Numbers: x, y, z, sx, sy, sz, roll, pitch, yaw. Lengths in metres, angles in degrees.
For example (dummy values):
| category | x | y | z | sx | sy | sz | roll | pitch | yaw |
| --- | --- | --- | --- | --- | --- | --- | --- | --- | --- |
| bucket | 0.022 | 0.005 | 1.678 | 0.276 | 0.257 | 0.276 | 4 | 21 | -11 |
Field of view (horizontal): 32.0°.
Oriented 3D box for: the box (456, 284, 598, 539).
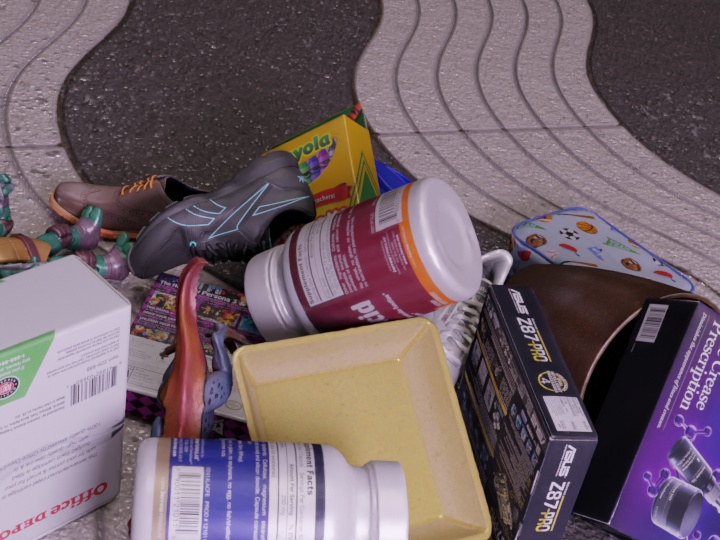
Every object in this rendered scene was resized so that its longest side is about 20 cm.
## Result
| category | x | y | z | sx | sy | sz | roll | pitch | yaw |
| --- | --- | --- | --- | --- | --- | --- | --- | --- | --- |
| box | 0.137 | 0.136 | 1.099 | 0.049 | 0.162 | 0.201 | 3 | 35 | -15 |

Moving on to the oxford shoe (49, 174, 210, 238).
| category | x | y | z | sx | sy | sz | roll | pitch | yaw |
| --- | --- | --- | --- | --- | --- | --- | --- | --- | --- |
| oxford shoe | -0.232 | -0.076 | 1.340 | 0.198 | 0.073 | 0.072 | 10 | 36 | -4 |

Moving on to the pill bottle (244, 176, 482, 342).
| category | x | y | z | sx | sy | sz | roll | pitch | yaw |
| --- | --- | --- | --- | --- | --- | --- | --- | --- | --- |
| pill bottle | 0.000 | 0.000 | 1.141 | 0.199 | 0.115 | 0.114 | -20 | 24 | 27 |

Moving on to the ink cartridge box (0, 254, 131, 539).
| category | x | y | z | sx | sy | sz | roll | pitch | yaw |
| --- | --- | --- | --- | --- | --- | --- | --- | --- | --- |
| ink cartridge box | -0.262 | 0.109 | 0.970 | 0.145 | 0.201 | 0.084 | -22 | 45 | -40 |

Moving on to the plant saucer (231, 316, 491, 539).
| category | x | y | z | sx | sy | sz | roll | pitch | yaw |
| --- | --- | --- | --- | --- | --- | --- | --- | --- | --- |
| plant saucer | -0.005 | 0.153 | 1.065 | 0.198 | 0.048 | 0.202 | -8 | 75 | -28 |

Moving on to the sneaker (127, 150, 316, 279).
| category | x | y | z | sx | sy | sz | roll | pitch | yaw |
| --- | --- | --- | --- | --- | --- | --- | --- | --- | --- |
| sneaker | -0.136 | -0.041 | 1.234 | 0.199 | 0.075 | 0.080 | -31 | 74 | -5 |

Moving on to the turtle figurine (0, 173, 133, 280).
| category | x | y | z | sx | sy | sz | roll | pitch | yaw |
| --- | --- | --- | --- | --- | --- | --- | --- | --- | --- |
| turtle figurine | -0.326 | -0.023 | 1.217 | 0.199 | 0.101 | 0.150 | -4 | 51 | -48 |

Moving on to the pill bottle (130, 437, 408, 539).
| category | x | y | z | sx | sy | sz | roll | pitch | yaw |
| --- | --- | --- | --- | --- | --- | --- | --- | --- | --- |
| pill bottle | -0.068 | 0.186 | 0.932 | 0.198 | 0.117 | 0.116 | 4 | 36 | -8 |

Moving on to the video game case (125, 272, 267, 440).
| category | x | y | z | sx | sy | sz | roll | pitch | yaw |
| --- | --- | --- | --- | --- | --- | --- | --- | --- | --- |
| video game case | -0.124 | 0.087 | 1.186 | 0.198 | 0.036 | 0.182 | 15 | 35 | 2 |

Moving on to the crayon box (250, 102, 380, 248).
| category | x | y | z | sx | sy | sz | roll | pitch | yaw |
| --- | --- | --- | --- | --- | --- | --- | --- | --- | --- |
| crayon box | -0.044 | -0.070 | 1.284 | 0.051 | 0.126 | 0.202 | 25 | 49 | -52 |

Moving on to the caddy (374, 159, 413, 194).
| category | x | y | z | sx | sy | sz | roll | pitch | yaw |
| --- | --- | --- | --- | --- | --- | --- | --- | --- | --- |
| caddy | 0.020 | -0.041 | 1.356 | 0.141 | 0.105 | 0.200 | 10 | 27 | -50 |

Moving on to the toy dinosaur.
| category | x | y | z | sx | sy | sz | roll | pitch | yaw |
| --- | --- | --- | --- | --- | --- | --- | --- | --- | --- |
| toy dinosaur | -0.157 | 0.126 | 1.029 | 0.104 | 0.201 | 0.182 | -7 | 38 | 18 |

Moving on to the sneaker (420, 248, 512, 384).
| category | x | y | z | sx | sy | sz | roll | pitch | yaw |
| --- | --- | --- | --- | --- | --- | --- | --- | --- | --- |
| sneaker | 0.089 | 0.055 | 1.226 | 0.076 | 0.080 | 0.201 | 43 | 49 | -22 |

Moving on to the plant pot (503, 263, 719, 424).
| category | x | y | z | sx | sy | sz | roll | pitch | yaw |
| --- | --- | --- | --- | --- | --- | --- | --- | --- | --- |
| plant pot | 0.223 | 0.073 | 1.224 | 0.185 | 0.189 | 0.200 | -9 | 25 | -29 |

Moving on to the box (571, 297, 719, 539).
| category | x | y | z | sx | sy | sz | roll | pitch | yaw |
| --- | --- | --- | --- | --- | --- | --- | --- | --- | --- |
| box | 0.279 | 0.144 | 1.070 | 0.140 | 0.201 | 0.079 | 29 | -10 | -23 |

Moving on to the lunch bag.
| category | x | y | z | sx | sy | sz | roll | pitch | yaw |
| --- | --- | --- | --- | --- | --- | --- | --- | --- | --- |
| lunch bag | 0.266 | 0.011 | 1.391 | 0.159 | 0.076 | 0.200 | -14 | 43 | -36 |
